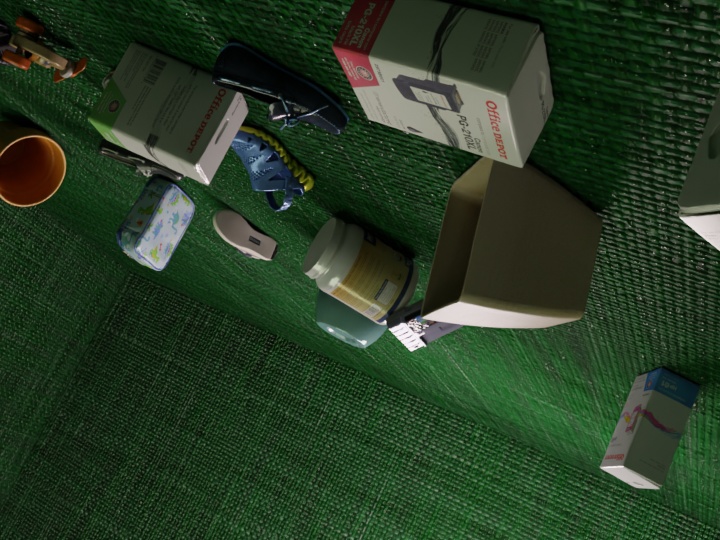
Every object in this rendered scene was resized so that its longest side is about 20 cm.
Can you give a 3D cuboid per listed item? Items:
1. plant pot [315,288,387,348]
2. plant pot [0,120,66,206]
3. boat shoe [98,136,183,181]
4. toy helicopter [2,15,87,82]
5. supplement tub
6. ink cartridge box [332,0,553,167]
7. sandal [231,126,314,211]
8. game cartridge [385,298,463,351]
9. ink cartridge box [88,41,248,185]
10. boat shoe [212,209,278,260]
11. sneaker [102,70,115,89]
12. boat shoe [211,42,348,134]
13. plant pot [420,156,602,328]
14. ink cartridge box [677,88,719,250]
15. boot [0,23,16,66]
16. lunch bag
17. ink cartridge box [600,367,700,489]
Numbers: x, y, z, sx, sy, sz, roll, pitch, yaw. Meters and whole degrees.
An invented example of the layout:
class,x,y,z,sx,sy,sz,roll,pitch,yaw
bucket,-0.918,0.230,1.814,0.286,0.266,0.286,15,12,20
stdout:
class,x,y,z,sx,sy,sz,roll,pitch,yaw
plant pot,-0.011,0.075,1.991,0.198,0.163,0.201,26,167,6
plant pot,-0.909,-0.301,2.326,0.183,0.201,0.200,37,175,35
boat shoe,-0.481,-0.240,1.946,0.197,0.061,0.076,27,167,2
toy helicopter,-0.566,-0.385,1.590,0.130,0.080,0.200,23,180,-23
supplement tub,0.000,0.000,1.719,0.198,0.146,0.144,31,166,-17
ink cartridge box,0.089,-0.200,0.914,0.197,0.085,0.145,21,166,24
sandal,-0.161,-0.173,1.517,0.079,0.088,0.200,14,160,49
game cartridge,0.158,0.085,1.698,0.197,0.039,0.130,-26,150,13
ink cartridge box,-0.295,-0.244,1.375,0.197,0.147,0.084,25,167,12
boat shoe,-0.300,-0.082,2.149,0.092,0.076,0.199,1,152,46
sneaker,-0.371,-0.284,1.527,0.197,0.078,0.078,24,169,18
boat shoe,-0.113,-0.234,1.221,0.197,0.070,0.084,28,167,-1
plant pot,0.206,-0.019,1.174,0.174,0.204,0.200,16,168,-7
ink cartridge box,0.377,-0.060,0.739,0.198,0.149,0.082,32,165,-23
boot,-0.727,-0.430,1.673,0.166,0.077,0.201,30,161,5
lunch bag,-0.496,-0.111,2.154,0.081,0.203,0.161,20,166,25
ink cartridge box,0.540,0.298,1.655,0.083,0.203,0.145,24,167,4
